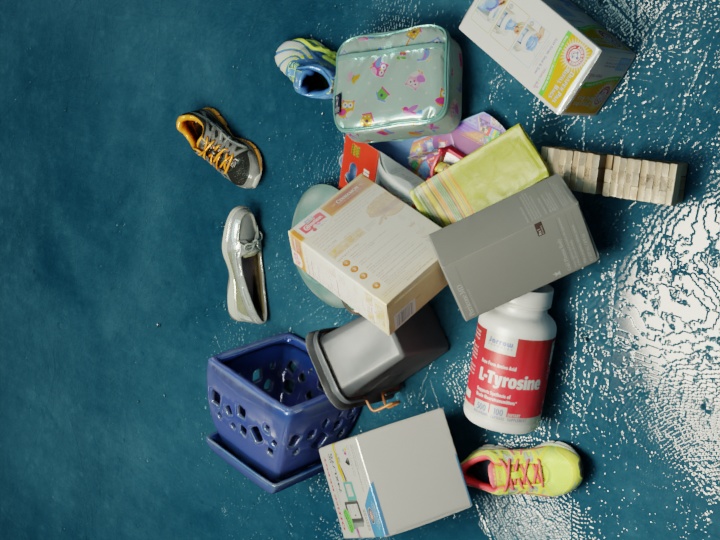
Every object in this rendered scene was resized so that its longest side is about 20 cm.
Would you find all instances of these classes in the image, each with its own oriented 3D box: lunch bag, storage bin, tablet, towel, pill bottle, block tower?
[{"bbox_3d":[0.050,-0.276,1.686,0.197,0.077,0.163,-2,79,26],"label":"lunch bag"},{"bbox_3d":[0.038,0.124,1.710,0.133,0.199,0.147,-32,75,28],"label":"storage bin"},{"bbox_3d":[0.054,-0.175,1.771,0.200,0.014,0.131,-40,70,37],"label":"tablet"},{"bbox_3d":[0.162,-0.118,1.582,0.199,0.018,0.087,-31,100,33],"label":"towel"},{"bbox_3d":[0.213,0.116,1.604,0.111,0.111,0.203,18,107,37],"label":"pill bottle"},{"bbox_3d":[0.334,-0.126,1.511,0.198,0.057,0.055,14,104,40],"label":"block tower"}]

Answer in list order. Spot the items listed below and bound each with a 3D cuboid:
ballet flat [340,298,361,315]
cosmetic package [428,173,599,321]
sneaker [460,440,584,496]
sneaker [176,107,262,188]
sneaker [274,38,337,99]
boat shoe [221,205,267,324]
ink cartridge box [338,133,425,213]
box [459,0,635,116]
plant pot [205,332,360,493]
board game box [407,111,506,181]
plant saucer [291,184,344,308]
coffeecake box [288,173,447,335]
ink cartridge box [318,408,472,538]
[{"bbox_3d":[0.000,0.000,1.697,0.073,0.072,0.202,-44,38,34],"label":"ballet flat"},{"bbox_3d":[0.201,-0.030,1.520,0.198,0.107,0.091,-28,36,4],"label":"cosmetic package"},{"bbox_3d":[0.223,0.290,1.629,0.198,0.090,0.080,-10,87,39],"label":"sneaker"},{"bbox_3d":[-0.245,-0.208,1.982,0.200,0.077,0.079,43,118,27],"label":"sneaker"},{"bbox_3d":[-0.083,-0.320,1.811,0.198,0.104,0.077,26,111,35],"label":"sneaker"},{"bbox_3d":[-0.192,-0.009,1.965,0.064,0.074,0.206,9,105,33],"label":"boat shoe"},{"bbox_3d":[0.027,-0.095,1.743,0.199,0.050,0.164,34,135,27],"label":"ink cartridge box"},{"bbox_3d":[0.248,-0.305,1.525,0.200,0.112,0.102,47,121,26],"label":"box"},{"bbox_3d":[-0.130,0.236,1.860,0.199,0.199,0.182,28,118,34],"label":"plant pot"},{"bbox_3d":[0.141,-0.133,1.671,0.198,0.039,0.160,-17,89,39],"label":"board game box"},{"bbox_3d":[-0.062,-0.035,1.840,0.200,0.038,0.204,21,118,46],"label":"plant saucer"},{"bbox_3d":[0.020,-0.027,1.624,0.199,0.153,0.074,36,152,30],"label":"coffeecake box"},{"bbox_3d":[0.047,0.305,1.698,0.200,0.144,0.149,142,112,-68],"label":"ink cartridge box"}]
